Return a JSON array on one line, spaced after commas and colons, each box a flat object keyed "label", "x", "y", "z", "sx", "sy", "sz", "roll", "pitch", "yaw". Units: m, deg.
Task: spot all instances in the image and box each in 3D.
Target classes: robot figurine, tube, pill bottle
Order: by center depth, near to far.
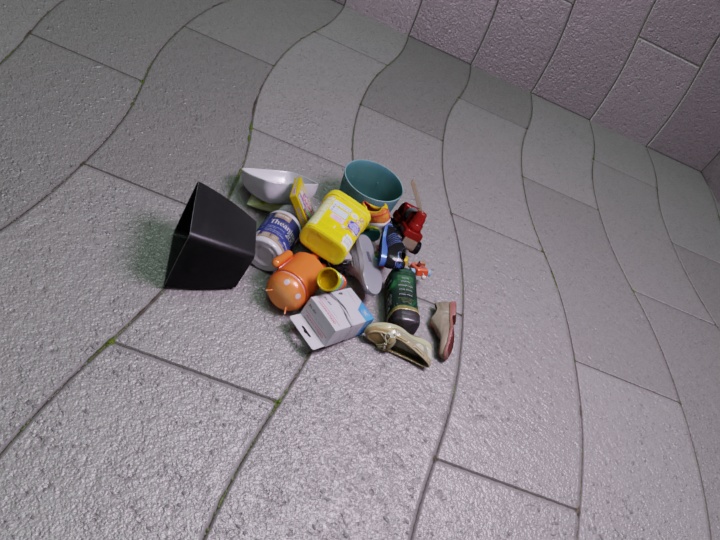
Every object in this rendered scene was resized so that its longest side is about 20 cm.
[{"label": "robot figurine", "x": -0.169, "y": 0.030, "z": 1.424, "sx": 0.116, "sy": 0.145, "sz": 0.200, "roll": 19, "pitch": 40, "yaw": 21}, {"label": "pill bottle", "x": -0.234, "y": -0.100, "z": 1.517, "sx": 0.110, "sy": 0.111, "sz": 0.201, "roll": 27, "pitch": 42, "yaw": -1}, {"label": "tube", "x": -0.245, "y": -0.193, "z": 1.650, "sx": 0.199, "sy": 0.058, "sz": 0.052, "roll": 15, "pitch": 78, "yaw": -7}]

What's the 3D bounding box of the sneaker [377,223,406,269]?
[{"label": "sneaker", "x": 0.097, "y": -0.070, "z": 1.589, "sx": 0.077, "sy": 0.070, "sz": 0.201, "roll": 14, "pitch": 39, "yaw": -5}]

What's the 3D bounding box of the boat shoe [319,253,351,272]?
[{"label": "boat shoe", "x": -0.099, "y": -0.070, "z": 1.568, "sx": 0.074, "sy": 0.093, "sz": 0.201, "roll": 0, "pitch": 51, "yaw": -36}]

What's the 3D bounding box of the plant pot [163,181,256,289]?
[{"label": "plant pot", "x": -0.372, "y": -0.068, "z": 1.367, "sx": 0.176, "sy": 0.200, "sz": 0.200, "roll": 18, "pitch": 42, "yaw": -26}]

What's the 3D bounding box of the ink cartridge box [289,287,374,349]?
[{"label": "ink cartridge box", "x": -0.071, "y": 0.122, "z": 1.392, "sx": 0.199, "sy": 0.067, "sz": 0.116, "roll": -12, "pitch": 56, "yaw": -50}]

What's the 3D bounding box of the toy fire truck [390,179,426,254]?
[{"label": "toy fire truck", "x": 0.158, "y": -0.182, "z": 1.702, "sx": 0.128, "sy": 0.201, "sz": 0.176, "roll": 25, "pitch": 20, "yaw": -16}]

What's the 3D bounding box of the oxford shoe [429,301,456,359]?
[{"label": "oxford shoe", "x": 0.235, "y": 0.172, "z": 1.550, "sx": 0.074, "sy": 0.071, "sz": 0.201, "roll": 4, "pitch": 43, "yaw": 13}]

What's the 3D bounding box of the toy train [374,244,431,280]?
[{"label": "toy train", "x": 0.114, "y": -0.030, "z": 1.637, "sx": 0.198, "sy": 0.056, "sz": 0.150, "roll": 6, "pitch": 21, "yaw": -20}]

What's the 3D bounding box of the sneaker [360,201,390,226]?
[{"label": "sneaker", "x": -0.005, "y": -0.175, "z": 1.631, "sx": 0.198, "sy": 0.078, "sz": 0.073, "roll": -3, "pitch": 27, "yaw": 18}]

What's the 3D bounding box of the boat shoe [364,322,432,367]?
[{"label": "boat shoe", "x": 0.102, "y": 0.200, "z": 1.437, "sx": 0.200, "sy": 0.073, "sz": 0.063, "roll": 26, "pitch": 41, "yaw": -16}]

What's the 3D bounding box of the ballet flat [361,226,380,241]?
[{"label": "ballet flat", "x": -0.034, "y": -0.112, "z": 1.675, "sx": 0.199, "sy": 0.067, "sz": 0.067, "roll": -6, "pitch": 29, "yaw": -23}]

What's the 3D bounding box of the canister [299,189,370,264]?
[{"label": "canister", "x": -0.070, "y": -0.123, "z": 1.500, "sx": 0.148, "sy": 0.087, "sz": 0.200, "roll": 34, "pitch": 40, "yaw": -3}]

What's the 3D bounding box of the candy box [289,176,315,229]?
[{"label": "candy box", "x": -0.157, "y": -0.162, "z": 1.568, "sx": 0.026, "sy": 0.201, "sz": 0.103, "roll": -12, "pitch": 38, "yaw": 10}]

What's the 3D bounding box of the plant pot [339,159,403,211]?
[{"label": "plant pot", "x": 0.017, "y": -0.232, "z": 1.740, "sx": 0.199, "sy": 0.161, "sz": 0.201, "roll": 14, "pitch": 44, "yaw": -14}]

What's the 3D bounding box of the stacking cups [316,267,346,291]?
[{"label": "stacking cups", "x": -0.073, "y": 0.025, "z": 1.443, "sx": 0.060, "sy": 0.061, "sz": 0.200, "roll": 32, "pitch": 1, "yaw": 5}]

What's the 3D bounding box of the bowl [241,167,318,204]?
[{"label": "bowl", "x": -0.253, "y": -0.256, "z": 1.645, "sx": 0.199, "sy": 0.075, "sz": 0.200, "roll": -3, "pitch": 24, "yaw": -39}]

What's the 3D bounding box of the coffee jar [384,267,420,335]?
[{"label": "coffee jar", "x": 0.116, "y": 0.095, "z": 1.519, "sx": 0.085, "sy": 0.105, "sz": 0.201, "roll": 12, "pitch": 44, "yaw": -13}]

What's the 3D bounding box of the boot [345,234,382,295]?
[{"label": "boot", "x": 0.000, "y": 0.000, "z": 1.562, "sx": 0.073, "sy": 0.095, "sz": 0.201, "roll": 17, "pitch": 50, "yaw": -36}]
